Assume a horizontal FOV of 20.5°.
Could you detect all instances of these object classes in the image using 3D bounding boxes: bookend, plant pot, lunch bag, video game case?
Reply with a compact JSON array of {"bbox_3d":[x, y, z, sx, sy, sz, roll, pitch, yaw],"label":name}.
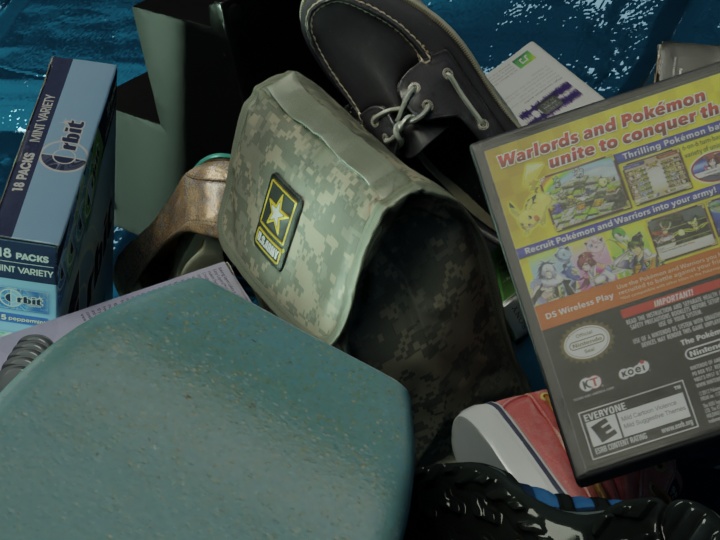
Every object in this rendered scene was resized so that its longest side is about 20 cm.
[{"bbox_3d":[-0.096,-0.112,1.292,0.092,0.199,0.200,-31,33,-32],"label":"bookend"},{"bbox_3d":[-0.078,0.123,0.888,0.196,0.196,0.200,28,59,6],"label":"plant pot"},{"bbox_3d":[0.000,0.000,1.112,0.117,0.200,0.164,-29,38,-13],"label":"lunch bag"},{"bbox_3d":[0.174,-0.010,0.968,0.200,0.026,0.181,-18,70,5],"label":"video game case"}]

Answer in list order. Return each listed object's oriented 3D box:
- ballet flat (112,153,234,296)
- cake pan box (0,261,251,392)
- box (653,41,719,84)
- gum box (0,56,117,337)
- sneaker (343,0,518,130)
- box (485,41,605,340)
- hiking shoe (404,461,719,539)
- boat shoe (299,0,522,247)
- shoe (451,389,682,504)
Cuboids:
[{"bbox_3d":[-0.112,0.000,1.242,0.068,0.200,0.067,7,61,-16],"label":"ballet flat"},{"bbox_3d":[-0.114,0.097,1.057,0.184,0.052,0.200,-22,48,-17],"label":"cake pan box"},{"bbox_3d":[0.237,-0.010,0.995,0.198,0.050,0.200,5,73,10],"label":"box"},{"bbox_3d":[-0.183,0.002,1.200,0.044,0.200,0.170,8,41,1],"label":"gum box"},{"bbox_3d":[0.006,-0.114,1.198,0.099,0.200,0.071,-48,33,-3],"label":"sneaker"},{"bbox_3d":[0.103,-0.055,1.245,0.144,0.036,0.200,-35,37,-4],"label":"box"},{"bbox_3d":[0.096,0.135,0.903,0.200,0.087,0.075,6,77,43],"label":"hiking shoe"},{"bbox_3d":[0.041,-0.088,1.136,0.073,0.200,0.063,-42,8,21],"label":"boat shoe"},{"bbox_3d":[0.131,0.133,0.993,0.091,0.072,0.200,-18,51,-20],"label":"shoe"}]
